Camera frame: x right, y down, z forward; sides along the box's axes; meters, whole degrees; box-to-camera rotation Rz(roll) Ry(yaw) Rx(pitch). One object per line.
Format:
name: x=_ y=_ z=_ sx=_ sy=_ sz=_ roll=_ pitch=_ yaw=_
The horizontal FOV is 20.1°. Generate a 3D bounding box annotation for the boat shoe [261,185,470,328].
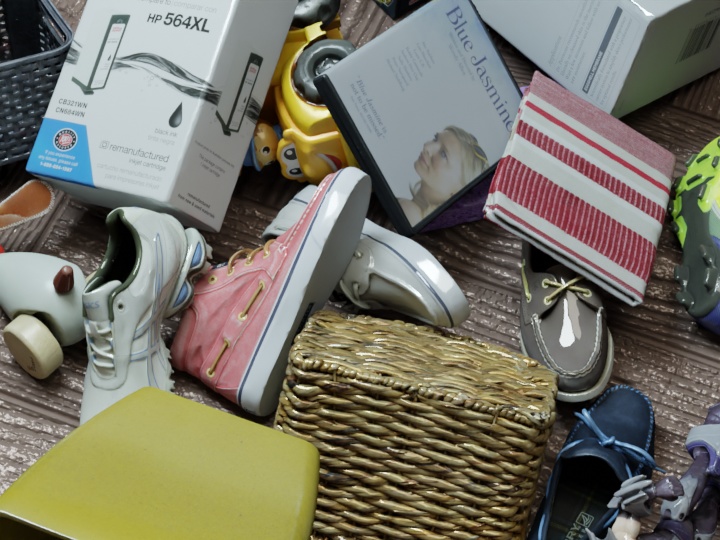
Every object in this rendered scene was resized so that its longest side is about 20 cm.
boat shoe: x=0.000 y=0.000 z=1.576 sx=0.066 sy=0.072 sz=0.200 roll=-42 pitch=53 yaw=-18

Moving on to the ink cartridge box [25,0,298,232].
ink cartridge box: x=-0.154 y=-0.146 z=1.585 sx=0.146 sy=0.084 sz=0.201 roll=12 pitch=80 yaw=31

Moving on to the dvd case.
dvd case: x=0.058 y=-0.129 z=1.615 sx=0.200 sy=0.018 sz=0.143 roll=-38 pitch=102 yaw=-44

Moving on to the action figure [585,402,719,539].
action figure: x=0.231 y=0.181 z=1.452 sx=0.069 sy=0.130 sz=0.200 roll=-2 pitch=38 yaw=41

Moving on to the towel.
towel: x=0.177 y=-0.065 z=1.614 sx=0.144 sy=0.023 sz=0.200 roll=30 pitch=39 yaw=-6

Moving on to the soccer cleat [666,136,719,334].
soccer cleat: x=0.299 y=-0.026 z=1.660 sx=0.084 sy=0.065 sz=0.201 roll=30 pitch=44 yaw=-21

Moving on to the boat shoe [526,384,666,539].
boat shoe: x=0.178 y=0.156 z=1.487 sx=0.084 sy=0.069 sz=0.200 roll=16 pitch=49 yaw=8

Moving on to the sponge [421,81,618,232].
sponge: x=0.124 y=-0.100 z=1.707 sx=0.199 sy=0.030 sz=0.112 roll=-12 pitch=55 yaw=-16

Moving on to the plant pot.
plant pot: x=-0.126 y=0.197 z=1.359 sx=0.199 sy=0.200 sz=0.177 roll=18 pitch=41 yaw=8

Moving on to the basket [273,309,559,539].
basket: x=0.035 y=0.128 z=1.500 sx=0.199 sy=0.150 sz=0.143 roll=13 pitch=18 yaw=4

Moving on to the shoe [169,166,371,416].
shoe: x=-0.070 y=0.002 z=1.531 sx=0.091 sy=0.071 sz=0.201 roll=26 pitch=95 yaw=19

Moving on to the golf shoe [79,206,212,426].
golf shoe: x=-0.181 y=0.049 z=1.487 sx=0.078 sy=0.097 sz=0.201 roll=2 pitch=73 yaw=34

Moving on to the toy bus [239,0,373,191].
toy bus: x=-0.088 y=-0.143 z=1.664 sx=0.191 sy=0.136 sz=0.200 roll=-19 pitch=58 yaw=-4

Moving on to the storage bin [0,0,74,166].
storage bin: x=-0.333 y=-0.149 z=1.635 sx=0.199 sy=0.094 sz=0.135 roll=-17 pitch=40 yaw=-19

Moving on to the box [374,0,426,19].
box: x=0.099 y=-0.328 z=1.798 sx=0.200 sy=0.159 sz=0.046 roll=-31 pitch=64 yaw=-27

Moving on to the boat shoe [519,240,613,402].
boat shoe: x=0.157 y=0.014 z=1.584 sx=0.072 sy=0.060 sz=0.200 roll=-4 pitch=44 yaw=4

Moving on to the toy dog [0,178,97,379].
toy dog: x=-0.266 y=-0.008 z=1.551 sx=0.199 sy=0.096 sz=0.132 roll=22 pitch=53 yaw=11

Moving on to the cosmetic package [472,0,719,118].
cosmetic package: x=0.222 y=-0.257 z=1.760 sx=0.199 sy=0.123 sz=0.200 roll=-26 pitch=60 yaw=-38
